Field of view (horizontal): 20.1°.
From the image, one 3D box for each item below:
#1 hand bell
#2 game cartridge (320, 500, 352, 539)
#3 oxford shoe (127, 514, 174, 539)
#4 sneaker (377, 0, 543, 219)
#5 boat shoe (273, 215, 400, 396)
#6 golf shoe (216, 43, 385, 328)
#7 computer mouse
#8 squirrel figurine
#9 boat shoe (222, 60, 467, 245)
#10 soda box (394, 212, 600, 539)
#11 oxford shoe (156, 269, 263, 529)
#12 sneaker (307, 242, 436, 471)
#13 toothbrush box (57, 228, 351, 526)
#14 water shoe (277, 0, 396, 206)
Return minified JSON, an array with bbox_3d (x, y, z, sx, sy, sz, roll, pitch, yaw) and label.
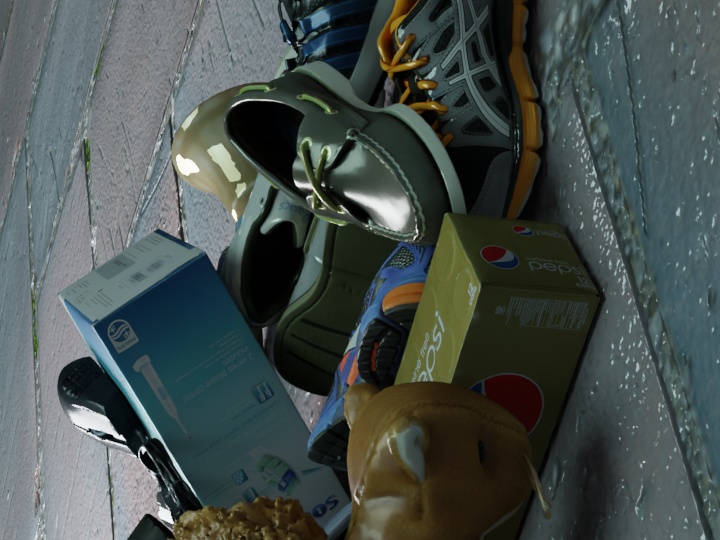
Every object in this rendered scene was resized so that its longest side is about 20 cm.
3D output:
[{"bbox_3d":[-0.049,-0.019,1.361,0.201,0.103,0.105,65,147,35],"label":"hand bell"},{"bbox_3d":[-0.053,0.200,1.139,0.200,0.041,0.133,-42,-6,-29],"label":"game cartridge"},{"bbox_3d":[-0.124,0.204,1.229,0.085,0.072,0.200,-51,-17,-8],"label":"oxford shoe"},{"bbox_3d":[0.046,-0.102,1.060,0.078,0.076,0.202,145,125,-64],"label":"sneaker"},{"bbox_3d":[0.000,0.000,1.203,0.201,0.074,0.069,115,173,-50],"label":"boat shoe"},{"bbox_3d":[-0.032,-0.056,1.248,0.097,0.078,0.202,-102,28,-76],"label":"golf shoe"},{"bbox_3d":[-0.142,0.108,1.235,0.200,0.034,0.059,38,157,57],"label":"computer mouse"},{"bbox_3d":[0.004,0.147,0.915,0.142,0.198,0.189,-130,36,-75],"label":"squirrel figurine"},{"bbox_3d":[-0.010,-0.056,1.058,0.202,0.060,0.073,38,141,57],"label":"boat shoe"},{"bbox_3d":[0.053,0.074,1.007,0.068,0.063,0.201,-112,33,-54],"label":"soda box"},{"bbox_3d":[-0.093,0.099,1.472,0.084,0.072,0.202,14,101,56],"label":"oxford shoe"},{"bbox_3d":[0.023,0.052,1.114,0.201,0.075,0.079,116,169,-51],"label":"sneaker"},{"bbox_3d":[-0.097,0.085,1.279,0.201,0.085,0.146,61,169,-13],"label":"toothbrush box"},{"bbox_3d":[-0.017,-0.137,1.192,0.072,0.078,0.202,93,-160,-84],"label":"water shoe"}]
